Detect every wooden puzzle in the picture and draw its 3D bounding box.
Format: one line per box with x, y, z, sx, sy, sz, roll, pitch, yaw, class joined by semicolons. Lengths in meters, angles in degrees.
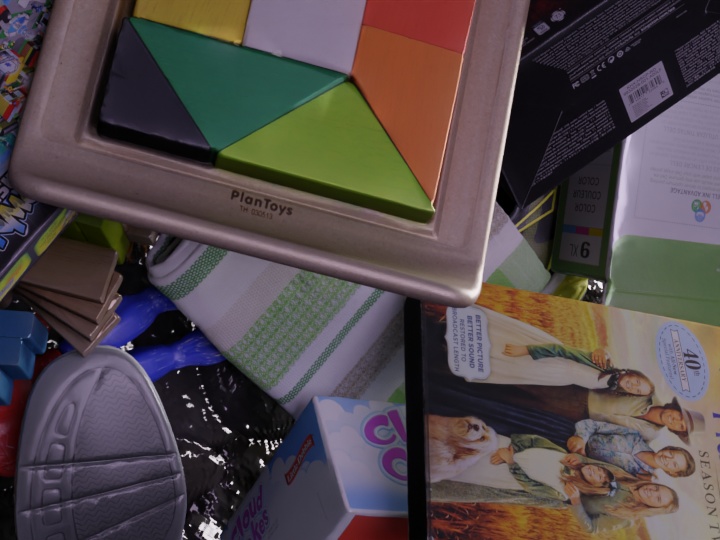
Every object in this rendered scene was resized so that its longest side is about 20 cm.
-0.024;-0.099;0.606;0.183;0.037;0.202;14;69;-9;wooden puzzle

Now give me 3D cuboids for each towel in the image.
0.000;0.000;0.747;0.149;0.031;0.200;-48;133;-7;towel

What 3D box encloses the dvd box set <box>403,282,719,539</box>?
0.118;0.082;0.719;0.198;0.029;0.147;11;51;-13;dvd box set

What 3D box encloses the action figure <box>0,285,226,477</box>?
-0.121;0.042;0.722;0.199;0.052;0.066;-27;111;-28;action figure

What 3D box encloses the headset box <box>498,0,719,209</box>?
0.078;-0.143;0.737;0.148;0.200;0.075;-34;132;-1;headset box

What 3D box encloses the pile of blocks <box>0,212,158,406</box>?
-0.150;0.007;0.628;0.082;0.062;0.200;37;78;14;pile of blocks

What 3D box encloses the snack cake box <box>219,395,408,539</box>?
0.044;0.131;0.783;0.198;0.115;0.068;8;45;-31;snack cake box

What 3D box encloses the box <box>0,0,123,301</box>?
-0.126;-0.090;0.617;0.110;0.035;0.200;38;67;0;box

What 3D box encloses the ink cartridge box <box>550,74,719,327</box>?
0.162;-0.039;0.818;0.103;0.059;0.202;6;92;-24;ink cartridge box

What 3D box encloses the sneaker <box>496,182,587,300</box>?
0.112;-0.057;0.861;0.084;0.074;0.201;39;69;-24;sneaker

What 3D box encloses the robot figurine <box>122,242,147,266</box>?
-0.143;-0.094;0.713;0.144;0.058;0.201;-31;104;-26;robot figurine

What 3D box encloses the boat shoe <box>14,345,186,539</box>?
-0.112;0.126;0.697;0.074;0.065;0.204;-13;109;-13;boat shoe
